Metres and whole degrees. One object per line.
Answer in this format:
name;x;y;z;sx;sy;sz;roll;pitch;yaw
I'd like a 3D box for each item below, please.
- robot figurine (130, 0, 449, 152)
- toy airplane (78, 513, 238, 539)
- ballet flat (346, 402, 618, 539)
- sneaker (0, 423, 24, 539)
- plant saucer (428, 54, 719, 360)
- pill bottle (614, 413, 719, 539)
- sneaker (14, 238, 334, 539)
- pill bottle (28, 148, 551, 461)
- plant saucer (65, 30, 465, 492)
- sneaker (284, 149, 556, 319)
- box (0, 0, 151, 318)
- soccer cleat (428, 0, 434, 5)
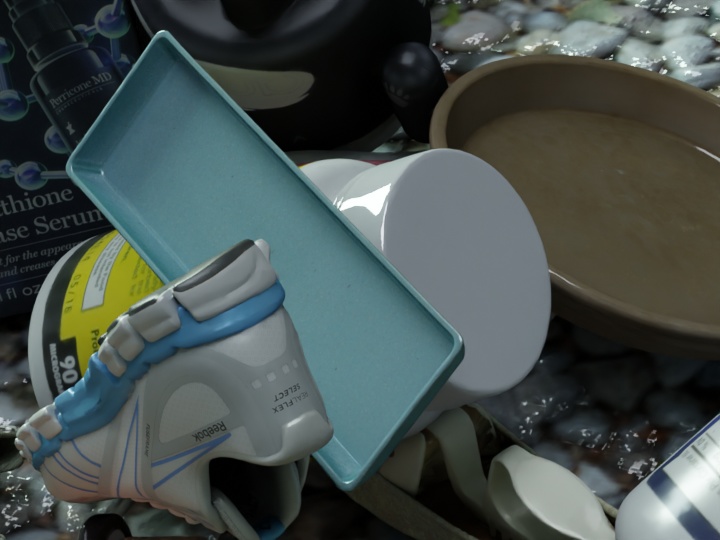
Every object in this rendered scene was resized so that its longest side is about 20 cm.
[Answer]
robot figurine;-0.033;-0.124;1.161;0.125;0.200;0.150;-13;68;6
toy airplane;-0.102;0.169;0.898;0.199;0.141;0.200;-4;6;-19
ballet flat;0.053;0.084;1.024;0.067;0.062;0.200;-34;42;-25
sneaker;-0.186;0.074;1.112;0.088;0.077;0.200;-6;44;-6
plant saucer;0.122;-0.026;1.111;0.200;0.030;0.200;13;35;-9
pill bottle;0.158;0.098;0.894;0.200;0.120;0.120;-42;40;3
sneaker;-0.062;0.064;0.912;0.075;0.200;0.087;-29;83;-24
pill bottle;-0.029;0.020;1.029;0.200;0.114;0.114;-17;28;43
plant saucer;-0.036;-0.006;0.950;0.070;0.019;0.200;-53;54;13
sneaker;0.000;0.000;1.133;0.200;0.075;0.105;-9;32;-1
box;-0.168;-0.088;1.190;0.148;0.200;0.107;-13;34;1
soccer cleat;-0.045;-0.141;1.319;0.200;0.081;0.068;-31;41;-22
